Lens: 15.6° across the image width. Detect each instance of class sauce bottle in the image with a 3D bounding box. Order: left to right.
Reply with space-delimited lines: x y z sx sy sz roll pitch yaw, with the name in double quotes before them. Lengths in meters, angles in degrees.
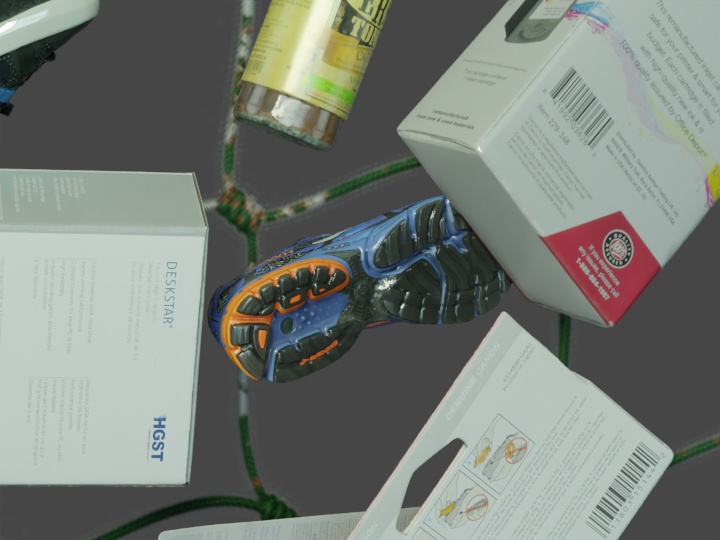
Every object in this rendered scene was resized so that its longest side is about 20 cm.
"sauce bottle" -0.009 -0.168 1.454 0.064 0.065 0.201 20 90 -11

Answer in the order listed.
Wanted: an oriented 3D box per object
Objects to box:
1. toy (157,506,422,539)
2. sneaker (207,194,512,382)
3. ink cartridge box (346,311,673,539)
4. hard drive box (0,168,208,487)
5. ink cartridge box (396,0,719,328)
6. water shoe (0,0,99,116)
"toy" -0.036 0.183 1.465 0.199 0.047 0.116 -3 110 -33
"sneaker" 0.000 0.000 1.461 0.199 0.078 0.076 -16 108 -27
"ink cartridge box" 0.062 0.138 1.454 0.176 0.045 0.200 40 83 -39
"hard drive box" -0.186 0.031 1.398 0.199 0.077 0.157 2 115 -11
"ink cartridge box" 0.138 -0.093 1.440 0.200 0.085 0.148 -49 121 -17
"water shoe" -0.221 -0.089 1.424 0.199 0.072 0.079 -29 115 -1
